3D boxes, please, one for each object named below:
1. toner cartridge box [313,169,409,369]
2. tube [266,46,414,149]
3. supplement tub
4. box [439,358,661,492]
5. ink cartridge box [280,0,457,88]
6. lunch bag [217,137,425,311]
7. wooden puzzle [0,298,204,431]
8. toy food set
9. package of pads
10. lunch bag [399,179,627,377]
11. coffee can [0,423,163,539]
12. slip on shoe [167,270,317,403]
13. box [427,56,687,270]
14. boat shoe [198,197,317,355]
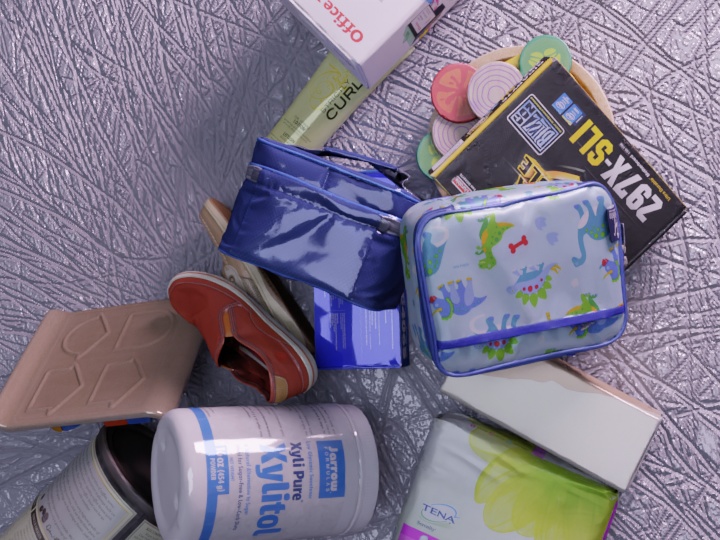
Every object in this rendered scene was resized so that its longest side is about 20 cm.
[{"bbox_3d":[0.000,0.000,1.189,0.093,0.043,0.204,-2,88,14],"label":"toner cartridge box"},{"bbox_3d":[-0.035,-0.181,1.205,0.058,0.052,0.201,39,93,-31],"label":"tube"},{"bbox_3d":[-0.095,0.197,1.115,0.197,0.132,0.134,0,87,-25],"label":"supplement tub"},{"bbox_3d":[0.185,0.128,1.107,0.198,0.095,0.079,27,95,13],"label":"box"},{"bbox_3d":[0.024,-0.310,1.157,0.200,0.084,0.145,-45,78,-1],"label":"ink cartridge box"},{"bbox_3d":[-0.022,-0.049,1.103,0.197,0.136,0.134,20,94,12],"label":"lunch bag"},{"bbox_3d":[-0.266,0.105,1.211,0.197,0.186,0.047,-4,126,13],"label":"wooden puzzle"},{"bbox_3d":[0.155,-0.130,1.147,0.198,0.049,0.200,-27,81,13],"label":"toy food set"},{"bbox_3d":[0.142,0.242,1.126,0.198,0.068,0.157,20,94,15],"label":"package of pads"},{"bbox_3d":[0.140,0.007,1.029,0.197,0.082,0.163,-9,101,-11],"label":"lunch bag"},{"bbox_3d":[-0.279,0.277,1.203,0.200,0.146,0.147,-45,78,10],"label":"coffee can"},{"bbox_3d":[-0.131,0.066,1.160,0.199,0.061,0.075,36,136,27],"label":"slip on shoe"},{"bbox_3d":[0.187,-0.077,1.091,0.160,0.049,0.200,-43,100,5],"label":"box"},{"bbox_3d":[-0.121,0.017,1.207,0.064,0.071,0.201,-34,81,11],"label":"boat shoe"}]
